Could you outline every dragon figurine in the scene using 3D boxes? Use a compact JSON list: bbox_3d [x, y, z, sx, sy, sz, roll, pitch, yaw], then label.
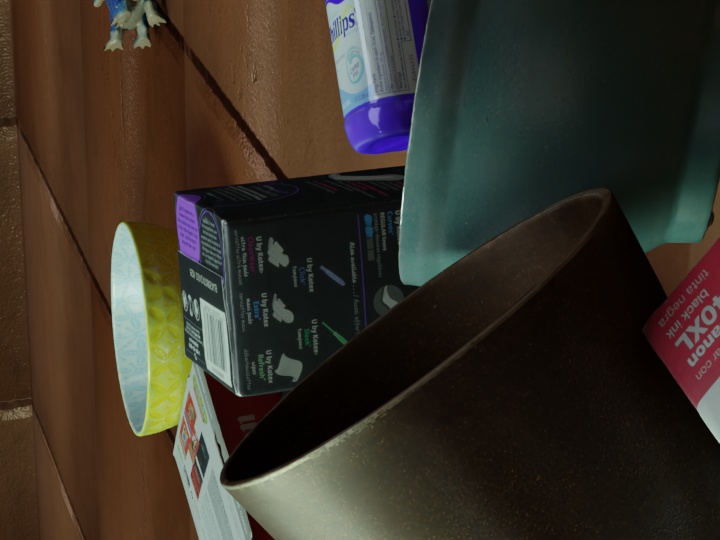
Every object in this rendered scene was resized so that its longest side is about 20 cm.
[{"bbox_3d":[-0.238,-0.290,2.012,0.200,0.059,0.100,128,131,-67],"label":"dragon figurine"}]

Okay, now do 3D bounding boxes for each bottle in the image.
[{"bbox_3d":[0.010,-0.181,1.289,0.084,0.065,0.201,156,106,-72],"label":"bottle"}]

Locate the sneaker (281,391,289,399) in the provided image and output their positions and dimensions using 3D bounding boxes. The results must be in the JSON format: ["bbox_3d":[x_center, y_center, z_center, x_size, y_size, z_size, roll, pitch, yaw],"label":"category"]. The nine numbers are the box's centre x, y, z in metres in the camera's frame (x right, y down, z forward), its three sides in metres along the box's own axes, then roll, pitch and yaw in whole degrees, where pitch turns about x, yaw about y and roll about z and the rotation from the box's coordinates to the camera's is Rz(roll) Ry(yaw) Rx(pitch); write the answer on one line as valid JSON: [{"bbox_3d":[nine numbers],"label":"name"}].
[{"bbox_3d":[-0.023,0.061,1.511,0.201,0.070,0.090,103,167,-47],"label":"sneaker"}]

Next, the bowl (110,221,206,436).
[{"bbox_3d":[-0.166,0.051,1.847,0.200,0.107,0.201,175,90,-73],"label":"bowl"}]

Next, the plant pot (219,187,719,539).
[{"bbox_3d":[0.079,0.103,0.766,0.200,0.187,0.187,53,163,-6],"label":"plant pot"}]

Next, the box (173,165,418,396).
[{"bbox_3d":[0.000,0.000,1.178,0.122,0.199,0.107,-152,56,-68],"label":"box"}]

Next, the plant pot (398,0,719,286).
[{"bbox_3d":[0.100,-0.081,0.890,0.200,0.133,0.201,10,-90,-83],"label":"plant pot"}]

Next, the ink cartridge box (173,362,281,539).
[{"bbox_3d":[-0.095,0.190,1.733,0.176,0.083,0.201,106,150,-51],"label":"ink cartridge box"}]

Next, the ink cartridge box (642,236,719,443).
[{"bbox_3d":[0.204,0.076,0.656,0.083,0.145,0.200,-49,39,18],"label":"ink cartridge box"}]
